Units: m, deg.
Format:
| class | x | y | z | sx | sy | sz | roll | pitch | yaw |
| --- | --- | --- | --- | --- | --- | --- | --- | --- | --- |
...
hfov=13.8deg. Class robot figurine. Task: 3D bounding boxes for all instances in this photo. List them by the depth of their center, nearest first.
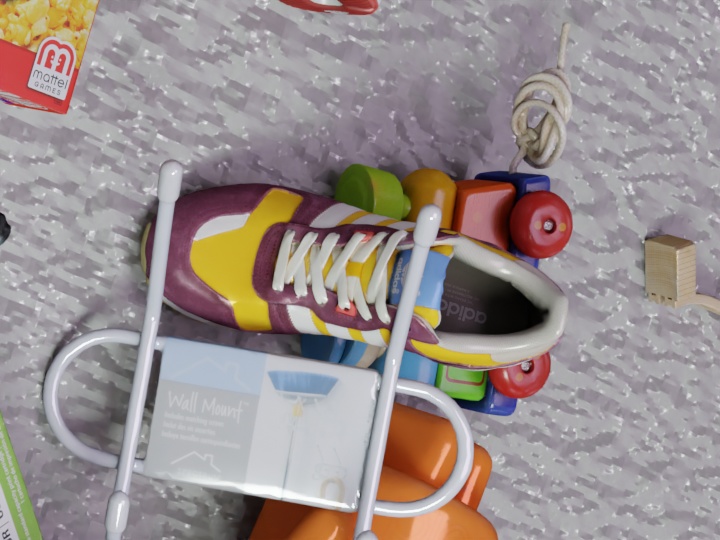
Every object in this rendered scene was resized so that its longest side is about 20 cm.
| class | x | y | z | sx | sy | sz | roll | pitch | yaw |
| --- | --- | --- | --- | --- | --- | --- | --- | --- | --- |
| robot figurine | -0.008 | 0.162 | 1.443 | 0.116 | 0.144 | 0.200 | 24 | 79 | -7 |

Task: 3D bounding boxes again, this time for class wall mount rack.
| class | x | y | z | sx | sy | sz | roll | pitch | yaw |
| --- | --- | --- | --- | --- | --- | --- | --- | --- | --- |
| wall mount rack | -0.041 | 0.044 | 1.336 | 0.200 | 0.075 | 0.174 | 9 | 94 | -3 |

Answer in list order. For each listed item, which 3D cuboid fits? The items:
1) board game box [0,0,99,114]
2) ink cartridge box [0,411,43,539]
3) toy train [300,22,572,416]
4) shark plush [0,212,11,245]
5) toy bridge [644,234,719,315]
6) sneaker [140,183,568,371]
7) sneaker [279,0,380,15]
| class | x | y | z | sx | sy | sz | roll | pitch | yaw |
| --- | --- | --- | --- | --- | --- | --- | --- | --- | --- |
| board game box | -0.165 | -0.183 | 1.261 | 0.151 | 0.046 | 0.200 | 19 | 85 | -45 |
| ink cartridge box | -0.242 | 0.104 | 1.225 | 0.200 | 0.076 | 0.148 | -36 | 122 | -36 |
| toy train | 0.039 | -0.034 | 1.482 | 0.116 | 0.085 | 0.200 | 9 | 90 | -30 |
| shark plush | -0.228 | 0.000 | 1.215 | 0.091 | 0.083 | 0.200 | 50 | 58 | -11 |
| toy bridge | 0.237 | -0.007 | 1.712 | 0.200 | 0.027 | 0.067 | -18 | 113 | -41 |
| sneaker | 0.000 | 0.000 | 1.387 | 0.200 | 0.090 | 0.075 | 9 | 82 | -16 |
| sneaker | -0.035 | -0.203 | 1.361 | 0.200 | 0.078 | 0.116 | 49 | 51 | -66 |
